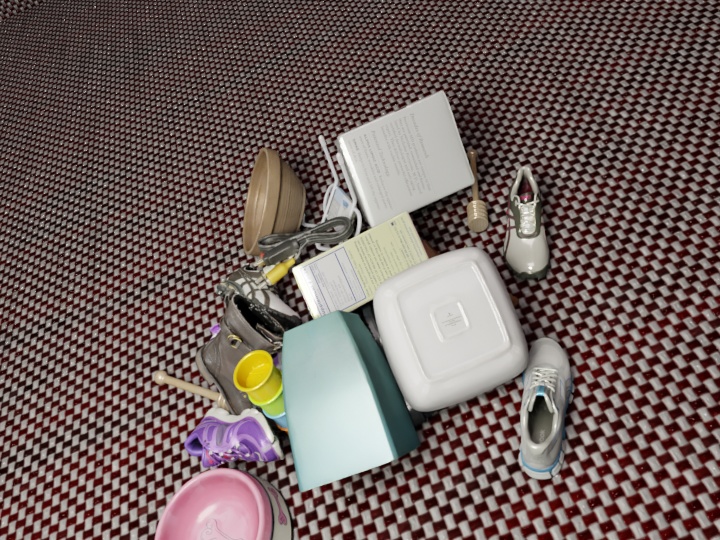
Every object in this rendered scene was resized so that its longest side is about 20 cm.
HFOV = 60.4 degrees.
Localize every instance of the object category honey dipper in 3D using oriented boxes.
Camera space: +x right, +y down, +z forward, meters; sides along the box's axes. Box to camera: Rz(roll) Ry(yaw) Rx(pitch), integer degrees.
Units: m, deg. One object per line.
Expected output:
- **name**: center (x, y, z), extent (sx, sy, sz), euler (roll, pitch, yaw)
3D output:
- **honey dipper**: center (-0.267, 0.198, 1.027), extent (0.195, 0.038, 0.039), euler (13, 57, 26)
- **honey dipper**: center (0.215, -0.156, 1.155), extent (0.037, 0.038, 0.204), euler (-6, 47, 14)

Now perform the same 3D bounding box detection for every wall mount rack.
- **wall mount rack**: center (-0.053, -0.139, 1.135), extent (0.073, 0.178, 0.200), euler (9, 22, -26)

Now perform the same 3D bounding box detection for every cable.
- **cable**: center (-0.105, -0.043, 1.081), extent (0.195, 0.051, 0.098), euler (-25, 44, 0)

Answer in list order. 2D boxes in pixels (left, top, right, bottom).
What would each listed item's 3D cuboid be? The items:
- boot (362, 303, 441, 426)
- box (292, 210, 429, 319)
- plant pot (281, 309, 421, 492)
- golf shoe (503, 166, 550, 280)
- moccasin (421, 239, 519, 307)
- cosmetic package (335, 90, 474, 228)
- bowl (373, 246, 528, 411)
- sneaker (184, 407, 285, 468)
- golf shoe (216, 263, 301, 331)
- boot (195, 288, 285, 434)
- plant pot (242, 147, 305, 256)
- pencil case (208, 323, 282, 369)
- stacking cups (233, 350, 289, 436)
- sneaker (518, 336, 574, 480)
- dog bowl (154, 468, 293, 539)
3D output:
- **boot**: center (0.110, 0.108, 0.932), extent (0.165, 0.077, 0.204), euler (-28, 69, -2)
- **box**: center (0.000, 0.000, 0.999), extent (0.196, 0.176, 0.099), euler (-26, 90, -3)
- **plant pot**: center (-0.024, 0.168, 0.845), extent (0.138, 0.141, 0.205), euler (-21, 75, 14)
- **golf shoe**: center (0.273, -0.079, 1.036), extent (0.075, 0.089, 0.205), euler (-5, 53, 12)
- **moccasin**: center (0.169, 0.008, 1.001), extent (0.078, 0.073, 0.201), euler (-52, 51, 5)
- **cosmetic package**: center (0.073, -0.195, 1.106), extent (0.195, 0.169, 0.165), euler (-23, 10, -1)
- **bowl**: center (0.123, 0.075, 0.856), extent (0.195, 0.075, 0.205), euler (-21, 75, 1)
- **sneaker**: center (-0.184, 0.255, 0.891), extent (0.197, 0.082, 0.083), euler (-12, 20, 45)
- **golf shoe**: center (-0.169, 0.041, 1.103), extent (0.197, 0.079, 0.095), euler (24, 63, 31)
- **boot**: center (-0.151, 0.140, 0.906), extent (0.200, 0.174, 0.070), euler (43, 41, -4)
- **plant pot**: center (-0.162, -0.124, 1.191), extent (0.090, 0.203, 0.205), euler (10, 46, -20)
- **pencil case**: center (-0.161, 0.142, 1.014), extent (0.194, 0.088, 0.084), euler (8, 18, 21)
- **stacking cups**: center (-0.106, 0.190, 0.878), extent (0.059, 0.202, 0.062), euler (-14, 48, 16)
- **sneaker**: center (0.254, 0.172, 0.846), extent (0.073, 0.088, 0.204), euler (-1, 51, 20)
- **dog bowl**: center (-0.196, 0.370, 0.855), extent (0.194, 0.075, 0.204), euler (-10, 50, 11)
